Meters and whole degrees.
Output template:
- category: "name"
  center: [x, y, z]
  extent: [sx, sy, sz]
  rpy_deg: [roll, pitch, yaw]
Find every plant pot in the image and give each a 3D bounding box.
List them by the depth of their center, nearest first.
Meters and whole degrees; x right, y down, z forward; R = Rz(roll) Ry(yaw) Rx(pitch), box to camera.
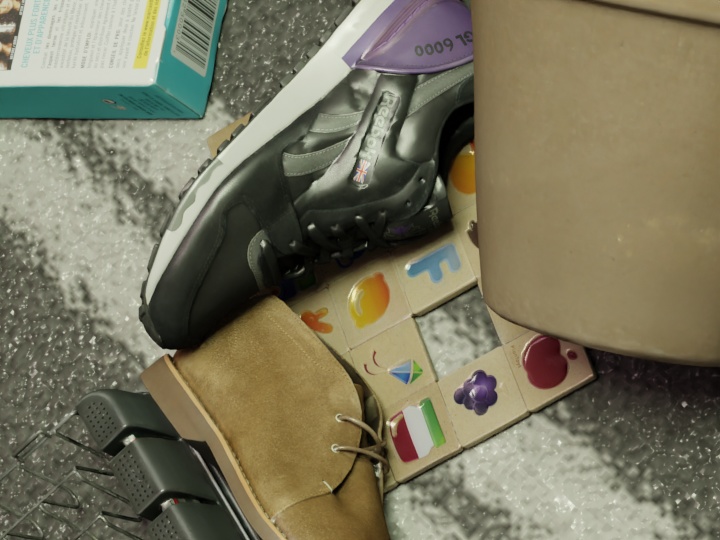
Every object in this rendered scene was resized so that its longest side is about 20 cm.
- category: "plant pot"
  center: [0.118, -0.060, 1.112]
  extent: [0.199, 0.200, 0.176]
  rpy_deg: [16, 100, 32]

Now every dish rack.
- category: "dish rack"
  center: [-0.138, 0.160, 1.239]
  extent: [0.200, 0.054, 0.154]
  rpy_deg: [-41, 58, 13]

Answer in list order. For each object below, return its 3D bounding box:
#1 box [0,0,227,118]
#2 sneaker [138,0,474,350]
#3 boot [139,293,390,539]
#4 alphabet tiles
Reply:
- category: "box"
  center: [-0.163, -0.118, 1.349]
  extent: [0.199, 0.049, 0.083]
  rpy_deg: [2, 74, 29]
- category: "sneaker"
  center: [-0.009, -0.035, 1.201]
  extent: [0.087, 0.076, 0.200]
  rpy_deg: [38, 82, 14]
- category: "boot"
  center: [-0.014, 0.086, 1.182]
  extent: [0.075, 0.074, 0.200]
  rpy_deg: [-40, 56, 0]
- category: "alphabet tiles"
  center: [0.000, 0.000, 1.245]
  extent: [0.167, 0.008, 0.201]
  rpy_deg: [-29, 61, 18]
